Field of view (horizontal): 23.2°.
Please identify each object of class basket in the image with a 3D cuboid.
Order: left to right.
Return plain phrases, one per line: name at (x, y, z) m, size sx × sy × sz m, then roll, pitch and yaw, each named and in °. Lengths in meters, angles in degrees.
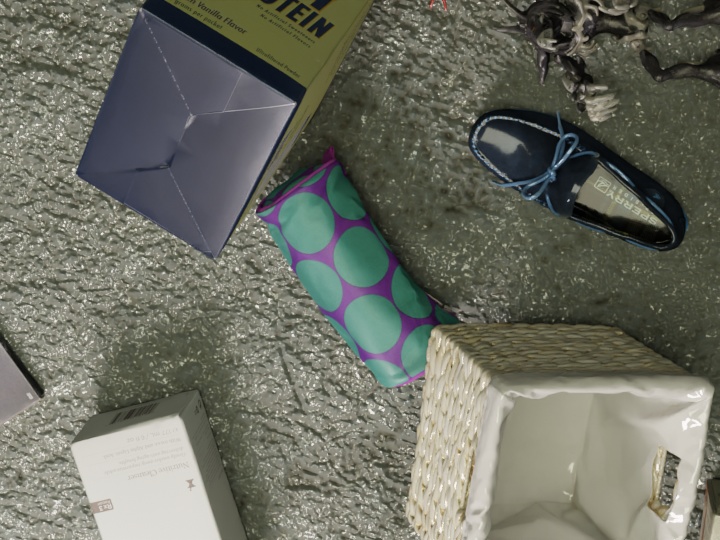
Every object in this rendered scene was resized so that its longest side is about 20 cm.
basket at (0.154, 0.156, 1.442) m, size 0.199 × 0.161 × 0.199 m, roll 0°, pitch 108°, yaw -23°

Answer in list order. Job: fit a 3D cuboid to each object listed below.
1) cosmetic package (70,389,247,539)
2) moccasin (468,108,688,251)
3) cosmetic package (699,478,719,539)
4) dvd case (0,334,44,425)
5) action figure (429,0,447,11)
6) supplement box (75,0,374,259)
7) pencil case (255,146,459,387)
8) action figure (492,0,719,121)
cosmetic package at (-0.175, 0.222, 1.588) m, size 0.113 × 0.081 × 0.200 m, roll -16°, pitch 101°, yaw 11°
moccasin at (0.184, -0.079, 1.456) m, size 0.200 × 0.068 × 0.081 m, roll 23°, pitch 107°, yaw 2°
cosmetic package at (0.341, 0.293, 1.525) m, size 0.103 × 0.087 × 0.201 m, roll 7°, pitch 105°, yaw 6°
dvd case at (-0.414, 0.108, 1.628) m, size 0.200 × 0.016 × 0.149 m, roll -32°, pitch 99°, yaw 16°
action figure at (0.008, -0.266, 1.435) m, size 0.199 × 0.065 × 0.099 m, roll 4°, pitch 97°, yaw 9°
supplement box at (-0.098, -0.160, 1.376) m, size 0.134 × 0.200 × 0.200 m, roll 31°, pitch 137°, yaw -1°
pencil case at (0.000, 0.000, 1.499) m, size 0.092 × 0.085 × 0.200 m, roll -39°, pitch 97°, yaw -22°
action figure at (0.205, -0.189, 1.408) m, size 0.199 × 0.102 × 0.119 m, roll 6°, pitch 118°, yaw 6°
